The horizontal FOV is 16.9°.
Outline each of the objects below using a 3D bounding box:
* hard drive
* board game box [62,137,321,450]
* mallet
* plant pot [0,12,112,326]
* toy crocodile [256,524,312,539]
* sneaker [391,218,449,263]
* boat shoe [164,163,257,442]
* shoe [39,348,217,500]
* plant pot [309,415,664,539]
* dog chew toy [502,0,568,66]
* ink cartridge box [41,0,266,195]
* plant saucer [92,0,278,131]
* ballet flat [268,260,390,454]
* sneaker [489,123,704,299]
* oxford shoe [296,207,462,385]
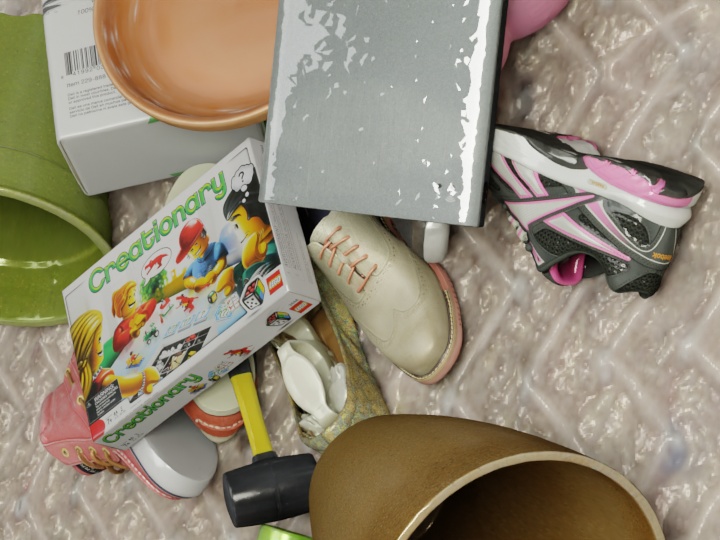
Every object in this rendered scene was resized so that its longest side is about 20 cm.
[{"bbox_3d":[0.017,-0.134,1.479,0.139,0.033,0.201,7,93,13],"label":"hard drive"},{"bbox_3d":[-0.117,0.018,1.637,0.200,0.035,0.127,-37,52,29],"label":"board game box"},{"bbox_3d":[-0.088,0.081,1.633,0.041,0.066,0.200,95,153,-62],"label":"mallet"},{"bbox_3d":[-0.264,-0.089,1.855,0.200,0.200,0.191,-22,48,41],"label":"plant pot"},{"bbox_3d":[-0.038,0.208,1.568,0.200,0.062,0.068,13,85,48],"label":"toy crocodile"},{"bbox_3d":[0.003,-0.072,1.599,0.200,0.082,0.077,-115,22,-48],"label":"sneaker"},{"bbox_3d":[-0.105,0.021,1.712,0.063,0.071,0.201,97,168,-63],"label":"boat shoe"},{"bbox_3d":[-0.170,0.122,1.742,0.091,0.071,0.200,-56,38,18],"label":"shoe"},{"bbox_3d":[0.051,0.159,1.413,0.187,0.186,0.200,-65,28,6],"label":"plant pot"},{"bbox_3d":[0.052,-0.166,1.544,0.124,0.125,0.200,27,78,49],"label":"dog chew toy"},{"bbox_3d":[-0.152,-0.172,1.776,0.145,0.084,0.201,-12,60,5],"label":"ink cartridge box"},{"bbox_3d":[-0.084,-0.182,1.640,0.199,0.037,0.201,-8,66,17],"label":"plant saucer"},{"bbox_3d":[-0.036,0.049,1.624,0.071,0.071,0.200,-47,46,25],"label":"ballet flat"},{"bbox_3d":[0.118,-0.037,1.486,0.200,0.080,0.087,26,105,54],"label":"sneaker"},{"bbox_3d":[0.000,0.000,1.597,0.071,0.074,0.200,-54,44,18],"label":"oxford shoe"}]
